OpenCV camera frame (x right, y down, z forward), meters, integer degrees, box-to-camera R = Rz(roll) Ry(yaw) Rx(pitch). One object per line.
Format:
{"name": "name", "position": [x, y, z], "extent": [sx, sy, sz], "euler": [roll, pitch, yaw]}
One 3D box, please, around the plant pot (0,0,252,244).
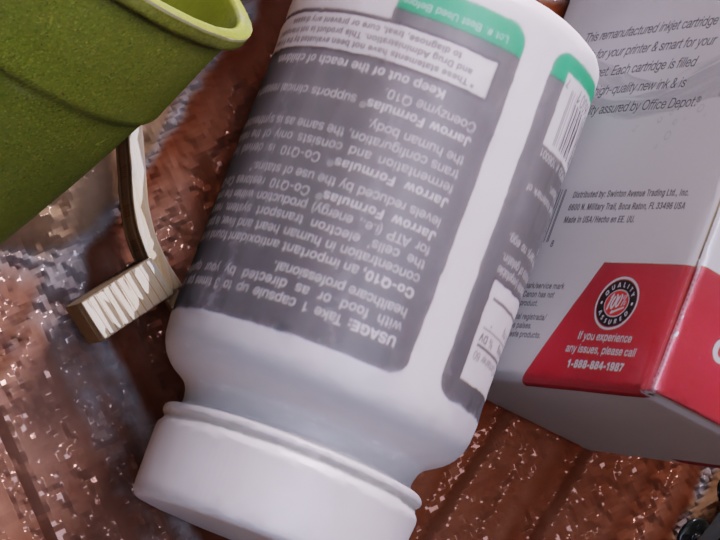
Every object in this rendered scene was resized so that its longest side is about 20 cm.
{"name": "plant pot", "position": [-0.169, -0.062, 0.675], "extent": [0.200, 0.200, 0.193], "euler": [38, 101, -15]}

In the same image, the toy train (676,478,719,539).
{"name": "toy train", "position": [0.192, 0.062, 0.896], "extent": [0.200, 0.034, 0.046], "euler": [-48, 116, -17]}

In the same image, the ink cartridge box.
{"name": "ink cartridge box", "position": [0.124, -0.037, 0.811], "extent": [0.084, 0.144, 0.201], "euler": [26, 79, -26]}

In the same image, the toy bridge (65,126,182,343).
{"name": "toy bridge", "position": [-0.116, -0.070, 0.787], "extent": [0.067, 0.027, 0.200], "euler": [-35, 98, -19]}

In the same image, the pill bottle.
{"name": "pill bottle", "position": [0.000, 0.000, 0.782], "extent": [0.113, 0.113, 0.201], "euler": [24, 79, -18]}
